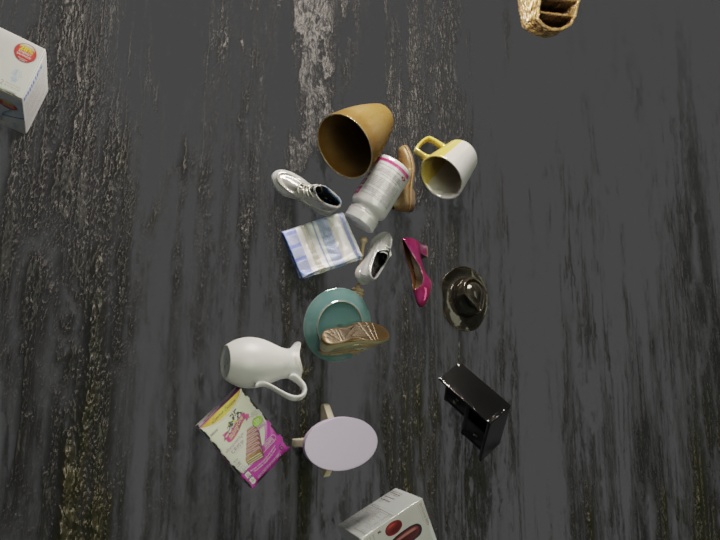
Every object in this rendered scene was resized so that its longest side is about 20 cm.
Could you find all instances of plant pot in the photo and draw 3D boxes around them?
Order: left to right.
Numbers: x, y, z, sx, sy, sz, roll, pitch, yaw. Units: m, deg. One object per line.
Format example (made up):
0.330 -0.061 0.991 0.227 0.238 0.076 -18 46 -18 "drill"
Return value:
0.008 -0.391 1.687 0.188 0.185 0.200 54 50 -10 "plant pot"

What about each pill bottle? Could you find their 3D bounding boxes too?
0.046 -0.215 1.690 0.113 0.113 0.202 36 79 -18 "pill bottle"

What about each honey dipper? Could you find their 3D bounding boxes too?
0.000 0.000 1.687 0.037 0.038 0.204 15 74 -24 "honey dipper"

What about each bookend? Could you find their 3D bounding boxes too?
0.321 0.412 1.744 0.091 0.201 0.199 -30 52 -28 "bookend"

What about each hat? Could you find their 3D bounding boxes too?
0.340 0.082 1.826 0.197 0.081 0.205 5 80 -28 "hat"

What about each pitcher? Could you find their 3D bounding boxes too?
-0.233 0.246 1.460 0.197 0.122 0.173 7 36 -30 "pitcher"

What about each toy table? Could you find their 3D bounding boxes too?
-0.070 0.442 1.534 0.197 0.117 0.187 15 75 -24 "toy table"

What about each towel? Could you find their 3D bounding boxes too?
-0.103 -0.070 1.634 0.197 0.024 0.149 -19 81 -25 "towel"

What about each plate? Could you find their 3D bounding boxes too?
-0.058 0.149 1.614 0.197 0.025 0.204 -2 95 -23 "plate"

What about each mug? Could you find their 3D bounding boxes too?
0.275 -0.339 1.829 0.153 0.148 0.188 -46 110 -33 "mug"

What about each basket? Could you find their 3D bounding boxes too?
0.687 -0.932 2.132 0.197 0.148 0.146 -5 84 -29 "basket"

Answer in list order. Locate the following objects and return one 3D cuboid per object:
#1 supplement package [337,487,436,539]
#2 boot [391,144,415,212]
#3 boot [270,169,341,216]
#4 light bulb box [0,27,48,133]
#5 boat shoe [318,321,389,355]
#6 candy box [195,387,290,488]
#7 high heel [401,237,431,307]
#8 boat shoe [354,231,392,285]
0.081 0.716 1.552 0.198 0.147 0.194 -22 92 -27 "supplement package"
0.119 -0.277 1.778 0.074 0.074 0.204 0 84 -17 "boot"
-0.142 -0.220 1.613 0.198 0.095 0.075 27 70 -21 "boot"
-0.780 -0.415 1.251 0.196 0.199 0.127 23 72 -22 "light bulb box"
-0.017 0.189 1.591 0.197 0.066 0.073 -5 43 -27 "boat shoe"
-0.286 0.407 1.458 0.136 0.061 0.201 -43 102 -25 "candy box"
0.156 0.003 1.745 0.095 0.067 0.204 17 69 -34 "high heel"
0.052 -0.040 1.681 0.073 0.068 0.200 59 45 -21 "boat shoe"
